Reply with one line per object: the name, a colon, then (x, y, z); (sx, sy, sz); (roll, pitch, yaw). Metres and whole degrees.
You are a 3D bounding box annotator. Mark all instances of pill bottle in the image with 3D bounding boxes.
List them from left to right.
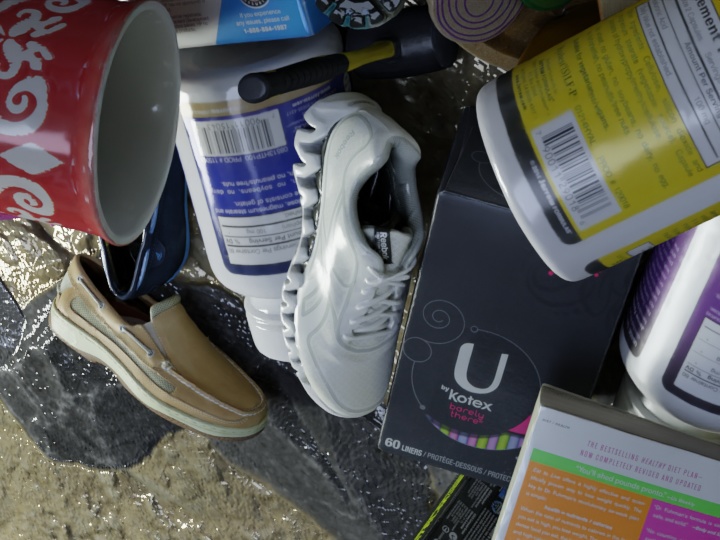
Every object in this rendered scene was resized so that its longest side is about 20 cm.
pill bottle: (-0.049, -0.050, 0.937); (0.119, 0.120, 0.202); (3, 120, 30)
pill bottle: (0.165, -0.084, 0.704); (0.199, 0.111, 0.112); (-26, 104, 19)
pill bottle: (0.213, 0.021, 0.826); (0.111, 0.111, 0.201); (27, 129, 14)

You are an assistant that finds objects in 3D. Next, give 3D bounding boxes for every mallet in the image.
mallet: (-0.001, -0.119, 0.817); (0.065, 0.200, 0.042); (-6, 103, 22)

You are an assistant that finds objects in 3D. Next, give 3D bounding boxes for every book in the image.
book: (0.134, 0.183, 0.824); (0.132, 0.048, 0.202); (18, 102, 6)

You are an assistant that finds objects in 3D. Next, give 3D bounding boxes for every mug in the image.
mug: (-0.211, -0.098, 0.828); (0.198, 0.177, 0.135); (9, 98, 9)

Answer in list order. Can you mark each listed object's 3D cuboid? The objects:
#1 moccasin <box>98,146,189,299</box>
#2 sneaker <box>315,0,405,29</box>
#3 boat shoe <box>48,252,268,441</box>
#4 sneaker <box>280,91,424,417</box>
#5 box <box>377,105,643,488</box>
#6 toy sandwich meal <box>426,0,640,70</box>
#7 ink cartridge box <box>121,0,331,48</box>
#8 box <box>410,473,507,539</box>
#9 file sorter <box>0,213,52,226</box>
moccasin: (-0.160, -0.070, 1.026); (0.080, 0.068, 0.202); (6, 121, 28)
sneaker: (0.003, -0.238, 0.817); (0.077, 0.086, 0.202); (7, 99, 10)
boat shoe: (-0.151, 0.054, 1.103); (0.199, 0.072, 0.077); (29, 118, 13)
sneaker: (0.000, 0.000, 0.864); (0.081, 0.074, 0.202); (29, 124, 52)
box: (0.092, 0.022, 0.889); (0.121, 0.106, 0.202); (14, 126, 4)
toy sandwich meal: (0.129, -0.163, 0.740); (0.203, 0.071, 0.206); (-6, 136, -6)
ink cartridge box: (-0.091, -0.242, 0.863); (0.145, 0.084, 0.202); (2, 119, 35)
box: (0.122, 0.218, 0.946); (0.193, 0.200, 0.048); (43, 138, -1)
file sorter: (-0.266, -0.146, 0.967); (0.139, 0.124, 0.202); (-120, 30, -48)
